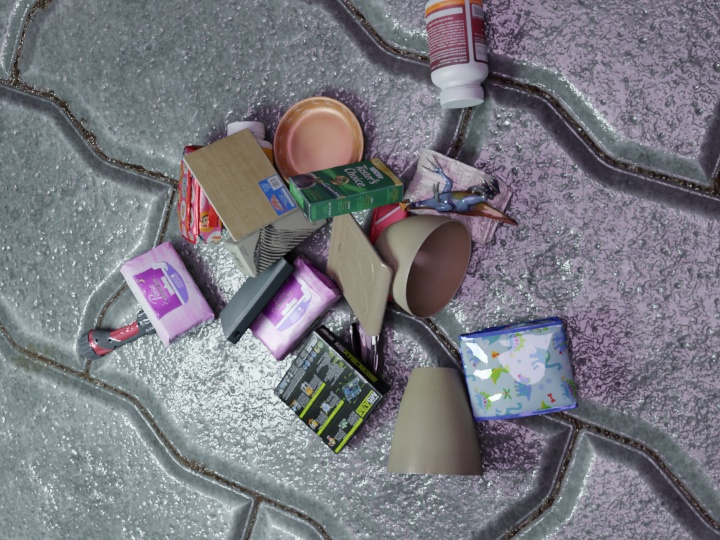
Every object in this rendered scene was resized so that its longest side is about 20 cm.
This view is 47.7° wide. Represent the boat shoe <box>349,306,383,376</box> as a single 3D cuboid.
[{"bbox_3d":[0.012,0.131,1.659,0.066,0.057,0.202,-6,95,16],"label":"boat shoe"}]

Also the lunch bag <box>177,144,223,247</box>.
[{"bbox_3d":[-0.323,-0.155,1.687,0.081,0.176,0.202,-1,103,-24],"label":"lunch bag"}]

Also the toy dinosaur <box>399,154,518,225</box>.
[{"bbox_3d":[0.173,-0.124,1.563,0.181,0.105,0.201,-25,101,32],"label":"toy dinosaur"}]

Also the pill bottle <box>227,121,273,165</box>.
[{"bbox_3d":[-0.235,-0.204,1.702,0.108,0.109,0.202,-2,91,16],"label":"pill bottle"}]

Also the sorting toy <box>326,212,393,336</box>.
[{"bbox_3d":[0.000,0.000,1.591,0.200,0.036,0.186,53,146,38],"label":"sorting toy"}]

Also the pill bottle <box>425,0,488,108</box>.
[{"bbox_3d":[0.188,-0.423,1.575,0.112,0.113,0.202,-5,90,16],"label":"pill bottle"}]

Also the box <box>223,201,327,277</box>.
[{"bbox_3d":[-0.171,-0.077,1.646,0.200,0.068,0.083,-40,116,-21],"label":"box"}]

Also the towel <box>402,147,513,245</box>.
[{"bbox_3d":[0.190,-0.145,1.615,0.199,0.034,0.134,24,97,9],"label":"towel"}]

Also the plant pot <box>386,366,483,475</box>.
[{"bbox_3d":[0.146,0.293,1.584,0.185,0.187,0.202,-2,77,16],"label":"plant pot"}]

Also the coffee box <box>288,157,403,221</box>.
[{"bbox_3d":[-0.029,-0.161,1.596,0.198,0.123,0.044,-14,128,-19],"label":"coffee box"}]

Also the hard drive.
[{"bbox_3d":[-0.215,0.044,1.685,0.033,0.140,0.200,37,96,-22],"label":"hard drive"}]

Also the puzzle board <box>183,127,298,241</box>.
[{"bbox_3d":[-0.235,-0.171,1.605,0.150,0.017,0.201,-29,80,-25],"label":"puzzle board"}]

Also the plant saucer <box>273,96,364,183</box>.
[{"bbox_3d":[-0.084,-0.259,1.696,0.198,0.037,0.202,1,92,16],"label":"plant saucer"}]

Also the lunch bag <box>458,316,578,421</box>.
[{"bbox_3d":[0.297,0.188,1.553,0.198,0.127,0.172,-12,88,6],"label":"lunch bag"}]

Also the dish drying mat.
[{"bbox_3d":[0.049,-0.044,1.673,0.076,0.018,0.202,12,94,14],"label":"dish drying mat"}]

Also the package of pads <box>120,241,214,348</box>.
[{"bbox_3d":[-0.413,0.052,1.749,0.120,0.076,0.201,-30,82,-23],"label":"package of pads"}]

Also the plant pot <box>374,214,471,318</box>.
[{"bbox_3d":[0.103,-0.025,1.584,0.134,0.200,0.202,27,99,36],"label":"plant pot"}]

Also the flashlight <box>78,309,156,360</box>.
[{"bbox_3d":[-0.532,0.135,1.818,0.199,0.068,0.068,-25,83,16],"label":"flashlight"}]

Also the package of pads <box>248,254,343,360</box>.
[{"bbox_3d":[-0.144,0.078,1.701,0.120,0.076,0.200,44,102,11],"label":"package of pads"}]

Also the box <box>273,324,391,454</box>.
[{"bbox_3d":[-0.062,0.245,1.665,0.193,0.047,0.201,40,123,10],"label":"box"}]
